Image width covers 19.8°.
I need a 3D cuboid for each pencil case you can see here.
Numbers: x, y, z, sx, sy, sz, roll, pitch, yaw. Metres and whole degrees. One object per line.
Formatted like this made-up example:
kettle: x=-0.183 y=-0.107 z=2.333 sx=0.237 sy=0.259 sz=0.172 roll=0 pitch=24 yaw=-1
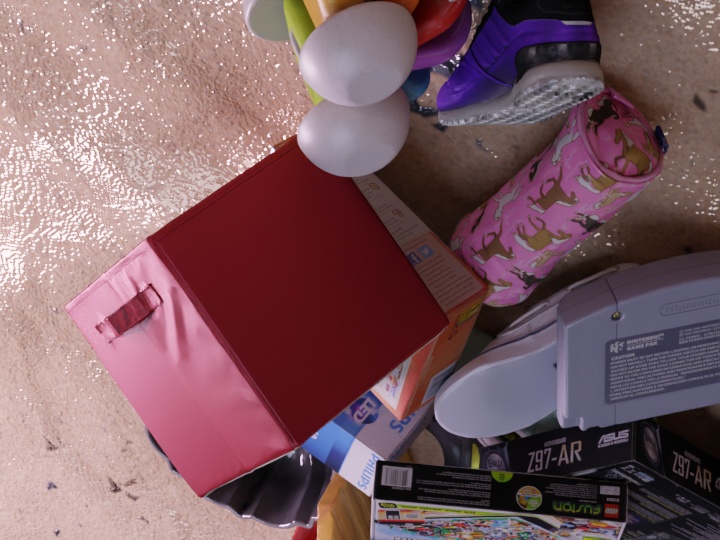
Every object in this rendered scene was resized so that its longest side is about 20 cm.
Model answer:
pencil case: x=0.142 y=-0.052 z=1.528 sx=0.083 sy=0.086 sz=0.200 roll=59 pitch=139 yaw=15

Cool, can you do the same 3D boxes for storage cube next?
storage cube: x=-0.079 y=0.034 z=1.519 sx=0.180 sy=0.200 sz=0.171 roll=54 pitch=145 yaw=-2

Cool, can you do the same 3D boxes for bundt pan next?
bundt pan: x=-0.092 y=0.134 z=1.828 sx=0.200 sy=0.076 sz=0.203 roll=18 pitch=140 yaw=16

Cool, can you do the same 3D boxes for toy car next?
toy car: x=0.007 y=-0.180 z=1.433 sx=0.149 sy=0.176 sz=0.201 roll=-19 pitch=153 yaw=-12

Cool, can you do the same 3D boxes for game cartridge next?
game cartridge: x=0.244 y=0.048 z=1.554 sx=0.198 sy=0.042 sz=0.134 roll=-10 pitch=127 yaw=-7

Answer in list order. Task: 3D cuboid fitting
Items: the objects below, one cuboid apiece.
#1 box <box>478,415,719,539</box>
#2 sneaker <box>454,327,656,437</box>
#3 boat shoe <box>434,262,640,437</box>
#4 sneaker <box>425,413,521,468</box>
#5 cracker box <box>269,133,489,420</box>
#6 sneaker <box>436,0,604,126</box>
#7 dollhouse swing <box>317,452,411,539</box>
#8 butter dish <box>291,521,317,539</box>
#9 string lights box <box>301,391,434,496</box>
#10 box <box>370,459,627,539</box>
box: x=0.218 y=0.183 z=1.693 sx=0.159 sy=0.044 sz=0.199 roll=-19 pitch=145 yaw=40
sneaker: x=0.151 y=0.088 z=1.674 sx=0.200 sy=0.074 sz=0.118 roll=34 pitch=145 yaw=-23
boat shoe: x=0.146 y=0.062 z=1.612 sx=0.199 sy=0.066 sz=0.074 roll=-27 pitch=119 yaw=13
sneaker: x=0.122 y=0.164 z=1.778 sx=0.084 sy=0.075 sz=0.201 roll=-13 pitch=117 yaw=42
cracker box: x=0.000 y=0.000 z=1.613 sx=0.200 sy=0.057 sz=0.134 roll=45 pitch=143 yaw=20
sneaker: x=0.112 y=-0.160 z=1.454 sx=0.069 sy=0.101 sz=0.200 roll=-3 pitch=175 yaw=-24
dollhouse swing: x=0.075 y=0.243 z=1.782 sx=0.180 sy=0.200 sz=0.177 roll=7 pitch=124 yaw=19
butter dish: x=0.002 y=0.358 z=1.963 sx=0.198 sy=0.148 sz=0.200 roll=21 pitch=137 yaw=6
string lights box: x=-0.039 y=0.083 z=1.710 sx=0.199 sy=0.103 sz=0.059 roll=35 pitch=139 yaw=10
box: x=0.108 y=0.195 z=1.649 sx=0.198 sy=0.035 sz=0.110 roll=5 pitch=153 yaw=2
